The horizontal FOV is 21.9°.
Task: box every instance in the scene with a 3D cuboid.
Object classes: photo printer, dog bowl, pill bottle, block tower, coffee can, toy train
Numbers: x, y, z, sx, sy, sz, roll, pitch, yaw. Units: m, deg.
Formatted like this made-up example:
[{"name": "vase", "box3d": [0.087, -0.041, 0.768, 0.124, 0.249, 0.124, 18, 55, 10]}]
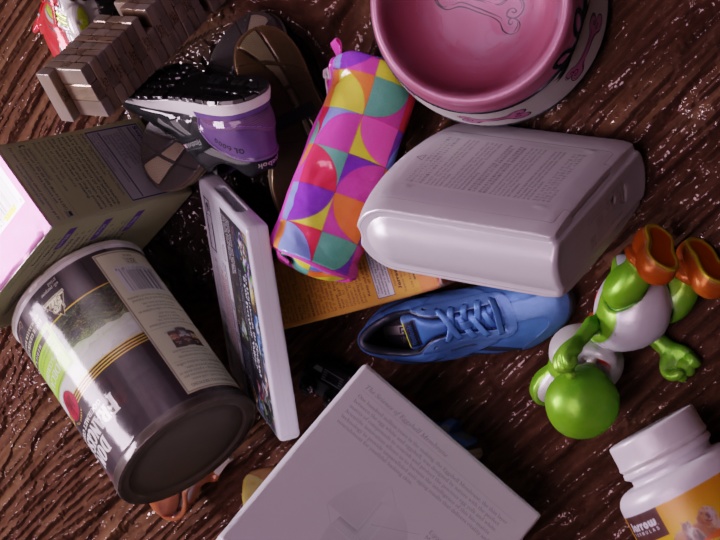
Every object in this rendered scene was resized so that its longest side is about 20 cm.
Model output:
[{"name": "photo printer", "box3d": [0.108, -0.054, 1.506, 0.199, 0.166, 0.070, 10, 127, 31]}, {"name": "dog bowl", "box3d": [0.096, -0.215, 1.493, 0.199, 0.074, 0.201, 2, 96, 18]}, {"name": "pill bottle", "box3d": [0.281, 0.213, 1.488, 0.109, 0.109, 0.201, -33, 83, 35]}, {"name": "block tower", "box3d": [-0.198, -0.212, 1.656, 0.058, 0.200, 0.054, 8, 136, 41]}, {"name": "coffee can", "box3d": [-0.210, 0.093, 1.714, 0.200, 0.146, 0.147, 51, 125, 26]}, {"name": "toy train", "box3d": [0.029, 0.129, 1.686, 0.200, 0.034, 0.046, 27, 105, 27]}]

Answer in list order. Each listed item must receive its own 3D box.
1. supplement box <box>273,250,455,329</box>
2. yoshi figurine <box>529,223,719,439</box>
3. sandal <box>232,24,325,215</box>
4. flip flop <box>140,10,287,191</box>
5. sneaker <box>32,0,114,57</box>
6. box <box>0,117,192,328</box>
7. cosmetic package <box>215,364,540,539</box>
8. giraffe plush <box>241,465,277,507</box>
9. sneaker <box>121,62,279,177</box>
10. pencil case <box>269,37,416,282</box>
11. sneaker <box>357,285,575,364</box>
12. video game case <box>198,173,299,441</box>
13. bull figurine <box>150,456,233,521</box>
[{"name": "supplement box", "box3d": [0.000, 0.000, 1.651, 0.199, 0.066, 0.069, -18, 91, 35]}, {"name": "yoshi figurine", "box3d": [0.210, 0.064, 1.503, 0.112, 0.112, 0.200, 44, 125, 10]}, {"name": "sandal", "box3d": [-0.060, -0.123, 1.660, 0.080, 0.054, 0.201, -22, 100, -8]}, {"name": "flip flop", "box3d": [-0.128, -0.151, 1.710, 0.081, 0.057, 0.200, 47, 108, 28]}, {"name": "sneaker", "box3d": [-0.285, -0.256, 1.776, 0.085, 0.077, 0.201, -8, 97, 40]}, {"name": "box", "box3d": [-0.291, -0.042, 1.755, 0.097, 0.200, 0.176, 53, 125, 13]}, {"name": "cosmetic package", "box3d": [0.007, 0.228, 1.582, 0.199, 0.200, 0.123, 41, 158, 2]}, {"name": "giraffe plush", "box3d": [-0.048, 0.299, 1.721, 0.172, 0.200, 0.162, 21, 146, 18]}, {"name": "sneaker", "box3d": [-0.147, -0.126, 1.640, 0.200, 0.076, 0.088, 18, 129, 50]}, {"name": "pencil case", "box3d": [-0.015, -0.091, 1.586, 0.088, 0.088, 0.201, 12, 81, 31]}, {"name": "sneaker", "box3d": [0.088, 0.047, 1.597, 0.199, 0.078, 0.066, -11, 94, 34]}, {"name": "video game case", "box3d": [-0.101, 0.029, 1.671, 0.182, 0.023, 0.201, -136, 35, -65]}, {"name": "bull figurine", "box3d": [-0.212, 0.147, 1.832, 0.121, 0.065, 0.200, -42, 77, 32]}]
